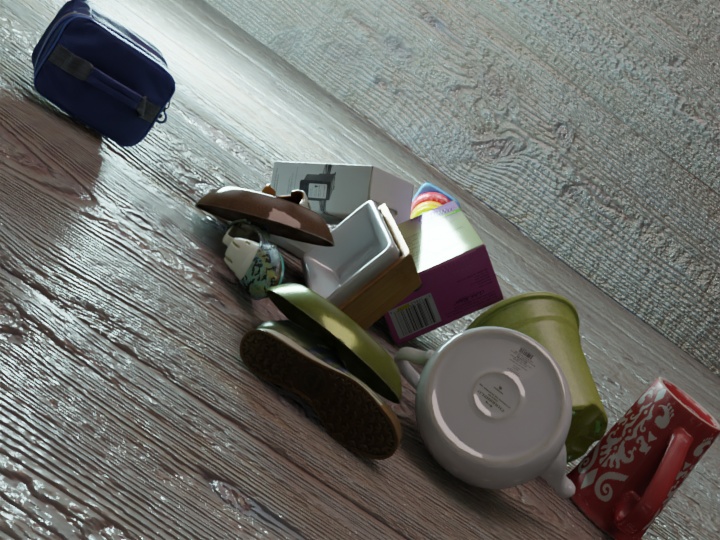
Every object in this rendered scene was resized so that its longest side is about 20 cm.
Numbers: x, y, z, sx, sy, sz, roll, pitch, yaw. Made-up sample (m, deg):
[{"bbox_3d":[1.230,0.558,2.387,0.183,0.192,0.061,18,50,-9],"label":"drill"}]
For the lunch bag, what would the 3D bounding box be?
[{"bbox_3d":[-0.354,-0.268,1.360,0.198,0.137,0.133,30,16,-29],"label":"lunch bag"}]

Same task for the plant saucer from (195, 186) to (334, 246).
[{"bbox_3d":[-0.125,-0.077,1.328,0.197,0.037,0.200,16,-3,1],"label":"plant saucer"}]

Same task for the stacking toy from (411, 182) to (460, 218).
[{"bbox_3d":[0.149,-0.093,2.117,0.109,0.117,0.201,31,26,-6],"label":"stacking toy"}]

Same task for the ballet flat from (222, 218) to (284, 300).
[{"bbox_3d":[-0.143,-0.019,1.225,0.074,0.075,0.200,31,6,-19],"label":"ballet flat"}]

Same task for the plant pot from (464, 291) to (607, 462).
[{"bbox_3d":[0.256,0.167,1.385,0.199,0.201,0.186,25,29,-36],"label":"plant pot"}]

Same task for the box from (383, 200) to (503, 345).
[{"bbox_3d":[0.101,-0.001,1.479,0.201,0.173,0.098,-110,176,-66],"label":"box"}]

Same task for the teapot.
[{"bbox_3d":[0.150,0.172,1.161,0.147,0.194,0.203,91,-9,-64],"label":"teapot"}]

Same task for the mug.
[{"bbox_3d":[0.398,0.269,1.326,0.132,0.201,0.178,29,15,-28],"label":"mug"}]

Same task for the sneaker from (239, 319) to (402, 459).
[{"bbox_3d":[-0.031,0.116,1.050,0.199,0.068,0.090,35,19,6],"label":"sneaker"}]

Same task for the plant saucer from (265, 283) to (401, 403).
[{"bbox_3d":[-0.024,0.077,1.110,0.199,0.031,0.200,39,-10,8],"label":"plant saucer"}]

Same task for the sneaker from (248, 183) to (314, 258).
[{"bbox_3d":[-0.082,-0.067,1.482,0.199,0.085,0.073,27,15,-40],"label":"sneaker"}]

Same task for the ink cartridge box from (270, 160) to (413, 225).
[{"bbox_3d":[-0.029,-0.122,1.599,0.197,0.085,0.145,6,-4,32],"label":"ink cartridge box"}]

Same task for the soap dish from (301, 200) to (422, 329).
[{"bbox_3d":[0.000,0.000,1.345,0.081,0.157,0.201,48,9,-23],"label":"soap dish"}]
